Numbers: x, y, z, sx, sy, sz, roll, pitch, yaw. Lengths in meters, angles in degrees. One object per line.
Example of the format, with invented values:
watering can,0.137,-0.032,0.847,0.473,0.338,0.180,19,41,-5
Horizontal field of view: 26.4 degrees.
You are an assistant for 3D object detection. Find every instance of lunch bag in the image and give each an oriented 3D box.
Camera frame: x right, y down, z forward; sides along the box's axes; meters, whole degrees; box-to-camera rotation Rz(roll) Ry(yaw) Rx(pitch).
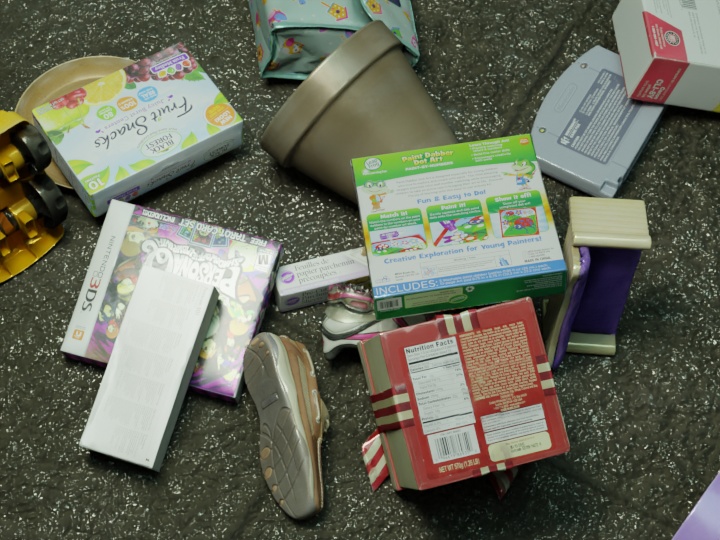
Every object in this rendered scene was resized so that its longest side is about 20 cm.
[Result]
lunch bag,-0.030,-0.323,1.879,0.200,0.122,0.170,-1,55,-14

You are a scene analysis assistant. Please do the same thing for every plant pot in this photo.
plant pot,0.016,-0.155,1.750,0.174,0.200,0.200,43,64,4
plant pot,-0.309,-0.169,1.818,0.200,0.027,0.200,2,58,-3

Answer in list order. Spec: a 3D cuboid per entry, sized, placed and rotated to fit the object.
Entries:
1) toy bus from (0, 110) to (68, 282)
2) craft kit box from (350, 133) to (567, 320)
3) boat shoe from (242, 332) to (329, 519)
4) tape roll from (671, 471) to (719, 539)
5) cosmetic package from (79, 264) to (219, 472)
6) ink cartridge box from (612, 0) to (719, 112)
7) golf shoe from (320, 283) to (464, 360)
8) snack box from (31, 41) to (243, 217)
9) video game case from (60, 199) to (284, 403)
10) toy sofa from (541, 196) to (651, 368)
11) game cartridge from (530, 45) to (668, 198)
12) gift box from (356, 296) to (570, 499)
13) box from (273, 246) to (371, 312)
toy bus,-0.432,-0.111,1.681,0.136,0.200,0.192,-36,59,-23
craft kit box,0.099,-0.049,1.606,0.200,0.049,0.198,-8,53,0
boat shoe,-0.063,0.159,1.600,0.072,0.076,0.200,3,68,-40
tape roll,0.352,0.268,1.483,0.085,0.200,0.200,35,62,18
cosmetic package,-0.218,0.102,1.604,0.082,0.051,0.200,17,79,8
ink cartridge box,0.421,-0.271,1.867,0.200,0.083,0.145,7,53,-13
golf shoe,0.055,0.073,1.674,0.200,0.073,0.092,11,92,-4
snack box,-0.256,-0.165,1.772,0.200,0.053,0.142,-29,65,-20
video game case,-0.203,0.032,1.668,0.200,0.036,0.181,15,75,6
toy sofa,0.249,0.020,1.633,0.083,0.200,0.098,3,51,-2
game cartridge,0.285,-0.181,1.858,0.133,0.041,0.200,29,60,10
gift box,0.095,0.142,1.555,0.184,0.187,0.200,-8,86,-7
box,0.000,0.000,1.724,0.200,0.041,0.039,-13,59,-12
